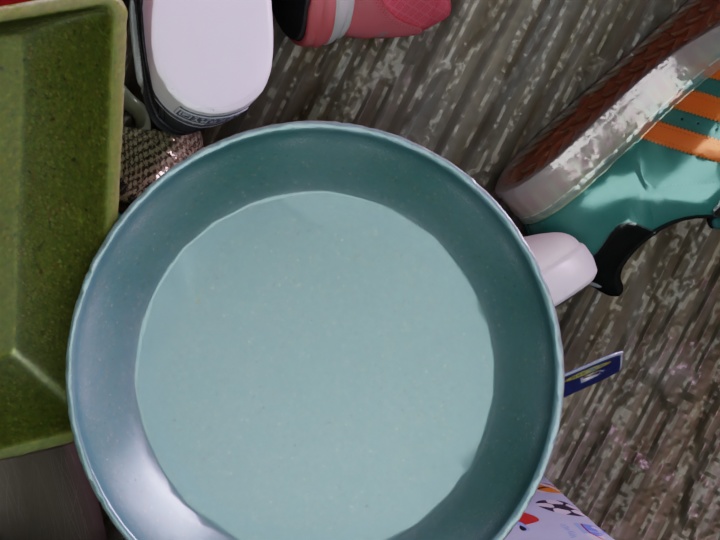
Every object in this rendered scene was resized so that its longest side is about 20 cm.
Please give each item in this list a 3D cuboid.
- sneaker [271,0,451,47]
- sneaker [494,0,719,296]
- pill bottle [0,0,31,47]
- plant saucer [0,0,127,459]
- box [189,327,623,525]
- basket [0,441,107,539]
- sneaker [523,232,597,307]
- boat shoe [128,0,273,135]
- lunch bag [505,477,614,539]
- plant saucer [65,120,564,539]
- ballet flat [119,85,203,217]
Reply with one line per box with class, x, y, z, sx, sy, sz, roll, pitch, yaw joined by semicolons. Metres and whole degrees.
sneaker;0.014;-0.195;1.273;0.086;0.074;0.202;2;104;-24
sneaker;0.158;-0.071;1.314;0.200;0.071;0.080;-39;105;7
pill bottle;-0.134;-0.175;1.183;0.112;0.113;0.201;14;123;-12
plant saucer;-0.192;-0.012;1.151;0.199;0.048;0.201;-13;123;-30
box;0.016;0.066;1.272;0.199;0.121;0.033;-22;83;2
basket;-0.166;0.173;1.266;0.179;0.136;0.202;-3;95;28
sneaker;0.000;0.000;1.283;0.199;0.073;0.085;-14;98;5
boat shoe;-0.067;-0.157;1.257;0.071;0.068;0.202;3;81;-20
lunch bag;0.006;0.167;1.277;0.198;0.170;0.125;-7;96;-10
plant saucer;-0.018;0.042;1.192;0.198;0.036;0.202;0;87;-1
ballet flat;-0.159;-0.069;1.265;0.199;0.068;0.076;18;75;-17
